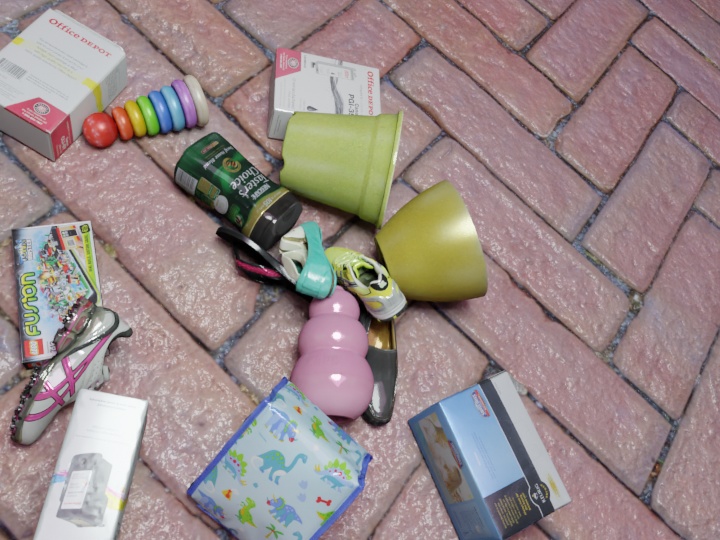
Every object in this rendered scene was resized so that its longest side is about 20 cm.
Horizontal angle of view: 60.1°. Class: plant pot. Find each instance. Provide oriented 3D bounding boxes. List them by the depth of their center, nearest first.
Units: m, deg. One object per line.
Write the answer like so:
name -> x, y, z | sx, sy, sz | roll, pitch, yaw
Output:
plant pot -> 0.104, -0.029, 1.021 | 0.141, 0.200, 0.202 | -20, 72, -3
plant pot -> -0.036, -0.185, 1.045 | 0.182, 0.201, 0.202 | 11, 62, -1

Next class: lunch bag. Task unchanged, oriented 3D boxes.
lunch bag -> -0.108, 0.274, 0.815 | 0.170, 0.127, 0.200 | 40, 99, 3

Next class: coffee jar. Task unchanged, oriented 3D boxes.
coffee jar -> -0.194, -0.126, 1.005 | 0.199, 0.085, 0.104 | 39, 46, 1

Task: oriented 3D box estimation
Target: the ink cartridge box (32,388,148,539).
ink cartridge box -> -0.321, 0.263, 0.746 | 0.082, 0.146, 0.202 | 13, 62, -14

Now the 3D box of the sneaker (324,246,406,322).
sneaker -> 0.000, 0.000, 0.973 | 0.075, 0.077, 0.199 | -37, 41, -17

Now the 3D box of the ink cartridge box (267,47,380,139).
ink cartridge box -> -0.065, -0.310, 1.140 | 0.198, 0.083, 0.148 | 6, 64, -16

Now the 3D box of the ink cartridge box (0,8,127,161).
ink cartridge box -> -0.489, -0.298, 0.991 | 0.144, 0.084, 0.201 | 30, 60, -3

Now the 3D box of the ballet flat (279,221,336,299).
ballet flat -> -0.089, -0.028, 0.959 | 0.070, 0.068, 0.201 | 14, 26, -23

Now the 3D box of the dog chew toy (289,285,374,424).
dog chew toy -> -0.040, 0.119, 0.919 | 0.123, 0.125, 0.202 | 8, 65, -15

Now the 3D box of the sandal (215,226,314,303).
sandal -> -0.150, 0.001, 0.974 | 0.199, 0.075, 0.045 | 38, 78, -3

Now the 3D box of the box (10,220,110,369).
box -> -0.427, 0.031, 0.884 | 0.109, 0.035, 0.202 | -9, 69, -22

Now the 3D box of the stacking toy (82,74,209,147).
stacking toy -> -0.356, -0.255, 1.026 | 0.198, 0.085, 0.086 | -23, 74, -20

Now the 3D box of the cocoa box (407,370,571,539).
cocoa box -> 0.182, 0.277, 0.916 | 0.130, 0.134, 0.202 | -17, 72, -24

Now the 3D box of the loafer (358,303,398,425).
loafer -> 0.025, 0.135, 0.966 | 0.072, 0.072, 0.202 | 2, 66, -19

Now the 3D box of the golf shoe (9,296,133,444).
golf shoe -> -0.376, 0.141, 0.808 | 0.092, 0.072, 0.201 | 32, 85, -26
